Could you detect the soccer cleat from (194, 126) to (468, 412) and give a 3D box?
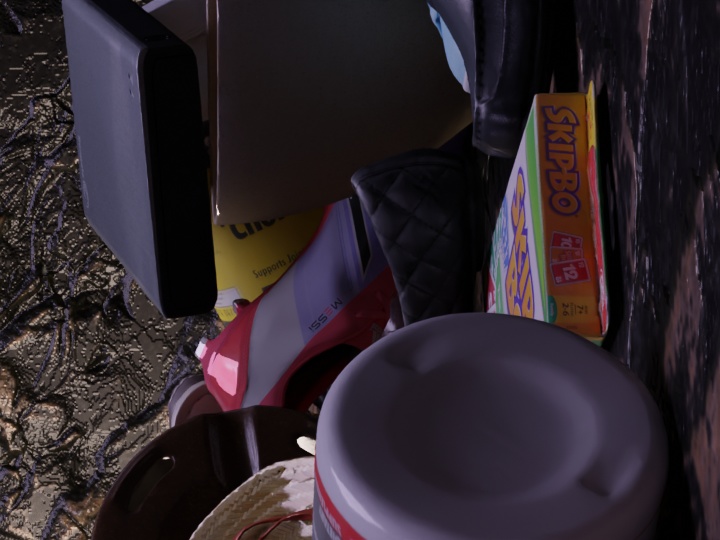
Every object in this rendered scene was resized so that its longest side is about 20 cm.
[{"bbox_3d":[0.000,0.000,1.388,0.200,0.076,0.067,-51,-26,-1],"label":"soccer cleat"}]

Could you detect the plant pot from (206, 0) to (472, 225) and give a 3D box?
[{"bbox_3d":[-0.006,-0.123,1.312,0.200,0.134,0.201,179,90,-85],"label":"plant pot"}]

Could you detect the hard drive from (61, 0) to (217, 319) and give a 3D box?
[{"bbox_3d":[-0.118,-0.069,1.447,0.200,0.033,0.140,-138,41,-68],"label":"hard drive"}]

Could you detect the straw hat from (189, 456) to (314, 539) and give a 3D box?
[{"bbox_3d":[0.007,0.181,1.177,0.085,0.201,0.202,20,-118,-50],"label":"straw hat"}]

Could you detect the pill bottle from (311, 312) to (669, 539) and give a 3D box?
[{"bbox_3d":[0.038,0.123,0.928,0.114,0.113,0.200,-96,7,-48],"label":"pill bottle"}]

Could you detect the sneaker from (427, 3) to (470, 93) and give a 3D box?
[{"bbox_3d":[0.028,-0.156,1.207,0.074,0.082,0.201,94,174,-53],"label":"sneaker"}]

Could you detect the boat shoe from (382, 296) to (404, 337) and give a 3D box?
[{"bbox_3d":[0.015,0.057,1.518,0.200,0.072,0.072,118,152,-67],"label":"boat shoe"}]

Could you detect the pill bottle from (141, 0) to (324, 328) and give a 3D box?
[{"bbox_3d":[-0.067,-0.066,1.575,0.200,0.112,0.112,62,180,-11],"label":"pill bottle"}]

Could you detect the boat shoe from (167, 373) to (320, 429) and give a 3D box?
[{"bbox_3d":[-0.037,0.109,1.511,0.072,0.200,0.060,-52,36,6],"label":"boat shoe"}]

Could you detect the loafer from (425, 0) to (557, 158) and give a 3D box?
[{"bbox_3d":[0.042,-0.133,1.111,0.068,0.070,0.201,96,172,-60],"label":"loafer"}]

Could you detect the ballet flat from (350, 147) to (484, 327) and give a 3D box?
[{"bbox_3d":[0.022,0.036,1.188,0.067,0.057,0.201,-98,8,-61],"label":"ballet flat"}]

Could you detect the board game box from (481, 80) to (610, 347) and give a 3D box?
[{"bbox_3d":[0.071,0.009,1.064,0.200,0.030,0.096,107,162,-68],"label":"board game box"}]

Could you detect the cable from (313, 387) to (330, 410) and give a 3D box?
[{"bbox_3d":[0.010,0.074,1.441,0.097,0.050,0.200,66,170,-23],"label":"cable"}]

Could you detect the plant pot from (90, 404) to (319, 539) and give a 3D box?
[{"bbox_3d":[-0.046,0.173,1.338,0.198,0.199,0.201,85,-178,-64],"label":"plant pot"}]
